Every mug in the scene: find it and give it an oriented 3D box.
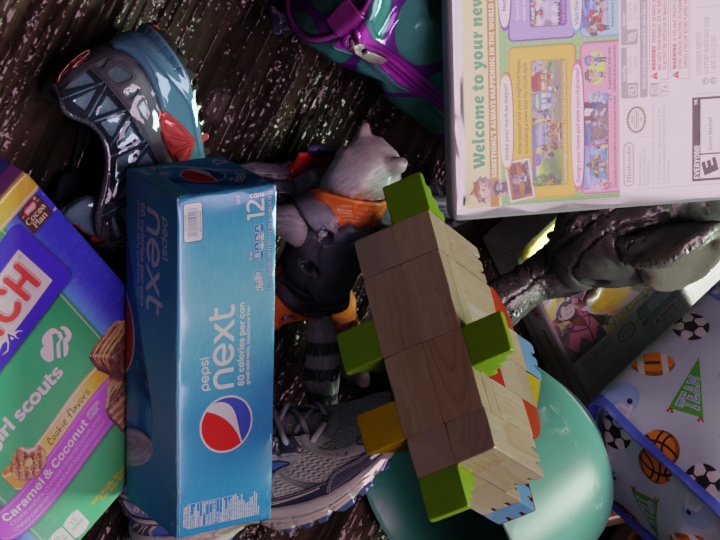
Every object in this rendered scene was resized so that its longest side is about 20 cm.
[{"bbox_3d":[0.091,0.121,1.675,0.114,0.152,0.185,-35,157,-29],"label":"mug"}]

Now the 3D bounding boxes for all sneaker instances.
[{"bbox_3d":[-0.065,0.110,1.563,0.199,0.077,0.085,-24,112,17],"label":"sneaker"},{"bbox_3d":[-0.133,-0.038,1.512,0.095,0.079,0.201,-21,111,-19],"label":"sneaker"}]

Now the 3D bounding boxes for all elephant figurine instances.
[{"bbox_3d":[0.183,-0.036,1.648,0.199,0.141,0.156,-19,120,-34],"label":"elephant figurine"}]

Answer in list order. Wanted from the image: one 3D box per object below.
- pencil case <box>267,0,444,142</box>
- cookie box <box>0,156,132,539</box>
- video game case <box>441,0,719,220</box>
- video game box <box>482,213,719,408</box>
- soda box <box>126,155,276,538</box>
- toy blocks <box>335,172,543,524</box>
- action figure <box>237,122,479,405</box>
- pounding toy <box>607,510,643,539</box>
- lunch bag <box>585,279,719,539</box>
[{"bbox_3d":[0.040,-0.129,1.588,0.200,0.085,0.093,34,42,-41],"label":"pencil case"},{"bbox_3d":[-0.206,0.057,1.479,0.171,0.075,0.200,-49,129,-13],"label":"cookie box"},{"bbox_3d":[0.138,-0.135,1.543,0.181,0.022,0.201,-5,106,-9],"label":"video game case"},{"bbox_3d":[0.193,-0.012,1.784,0.200,0.047,0.183,-41,129,-19],"label":"video game box"},{"bbox_3d":[-0.091,0.043,1.469,0.064,0.068,0.201,-8,110,-30],"label":"soda box"},{"bbox_3d":[0.063,0.060,1.538,0.099,0.201,0.137,-23,155,18],"label":"toy blocks"},{"bbox_3d":[0.000,0.000,1.594,0.199,0.105,0.194,-3,127,-24],"label":"action figure"},{"bbox_3d":[0.253,0.183,1.834,0.184,0.199,0.143,-52,133,-28],"label":"pounding toy"},{"bbox_3d":[0.265,0.126,1.719,0.170,0.200,0.124,-42,160,-25],"label":"lunch bag"}]
